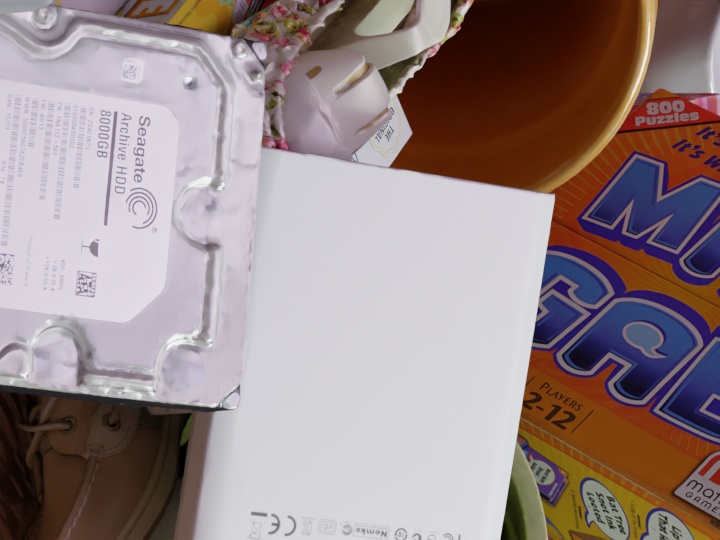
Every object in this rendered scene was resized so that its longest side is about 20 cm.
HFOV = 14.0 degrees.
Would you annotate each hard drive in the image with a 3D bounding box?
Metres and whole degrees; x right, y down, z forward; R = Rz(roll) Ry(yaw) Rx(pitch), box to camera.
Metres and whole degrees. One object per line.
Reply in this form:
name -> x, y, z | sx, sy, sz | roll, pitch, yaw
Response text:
hard drive -> -0.001, 0.060, 1.132 | 0.131, 0.027, 0.201 | 8, 92, -25
hard drive -> -0.131, -0.027, 1.043 | 0.199, 0.038, 0.141 | 9, 83, -30

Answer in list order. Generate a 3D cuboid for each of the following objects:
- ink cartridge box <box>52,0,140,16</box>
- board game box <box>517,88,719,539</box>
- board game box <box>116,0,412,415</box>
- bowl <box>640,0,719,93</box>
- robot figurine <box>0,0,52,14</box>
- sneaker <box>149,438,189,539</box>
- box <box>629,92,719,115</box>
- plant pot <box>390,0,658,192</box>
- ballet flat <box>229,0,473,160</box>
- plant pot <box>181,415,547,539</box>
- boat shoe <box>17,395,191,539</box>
ink cartridge box -> -0.110, -0.152, 1.184 | 0.200, 0.048, 0.146 | -57, 139, -43
board game box -> 0.161, 0.081, 1.360 | 0.200, 0.199, 0.201 | -41, 141, -27
board game box -> -0.054, -0.056, 1.192 | 0.200, 0.034, 0.135 | -56, 131, -45
bowl -> 0.228, -0.115, 1.828 | 0.200, 0.074, 0.201 | -62, 144, -43
robot figurine -> -0.164, -0.137, 0.957 | 0.199, 0.170, 0.113 | -13, 141, -34
sneaker -> -0.039, 0.069, 1.185 | 0.200, 0.074, 0.080 | -49, 159, -7
box -> 0.141, 0.003, 1.632 | 0.095, 0.102, 0.202 | -14, 105, -62
plant pot -> 0.043, -0.152, 1.351 | 0.183, 0.199, 0.201 | -69, 150, -63
ballet flat -> -0.009, -0.083, 1.176 | 0.076, 0.064, 0.200 | 63, 38, -29
plant pot -> -0.003, 0.156, 1.289 | 0.190, 0.199, 0.201 | 62, 37, -65
boat shoe -> -0.108, 0.064, 1.184 | 0.065, 0.072, 0.201 | 35, 51, -16
